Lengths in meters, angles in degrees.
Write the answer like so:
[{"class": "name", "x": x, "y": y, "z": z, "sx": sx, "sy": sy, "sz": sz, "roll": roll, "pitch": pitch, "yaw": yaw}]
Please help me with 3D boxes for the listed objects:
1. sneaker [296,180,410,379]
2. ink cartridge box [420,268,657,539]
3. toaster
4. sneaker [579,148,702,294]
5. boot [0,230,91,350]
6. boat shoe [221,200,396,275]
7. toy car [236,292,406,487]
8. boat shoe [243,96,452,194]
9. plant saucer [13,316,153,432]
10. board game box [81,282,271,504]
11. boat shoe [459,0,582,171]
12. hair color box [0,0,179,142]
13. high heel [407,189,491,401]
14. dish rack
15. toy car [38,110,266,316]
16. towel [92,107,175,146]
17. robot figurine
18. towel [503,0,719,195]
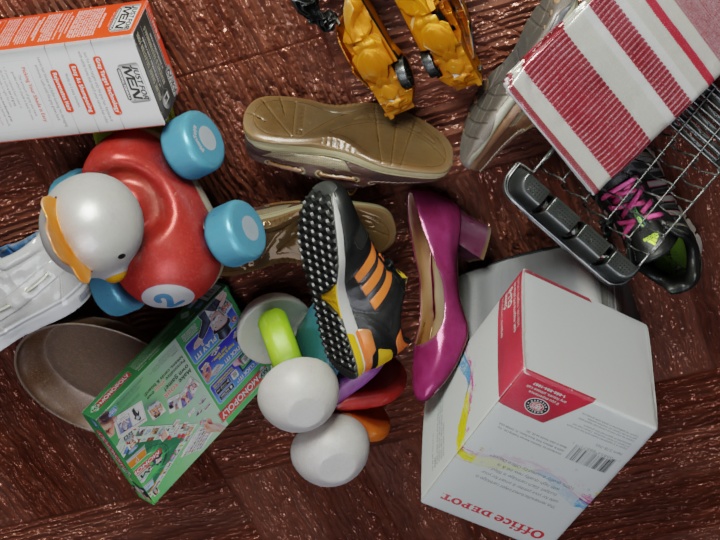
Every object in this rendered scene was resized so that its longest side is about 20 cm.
[{"class": "sneaker", "x": 0.000, "y": 0.000, "z": 1.486, "sx": 0.090, "sy": 0.070, "sz": 0.201, "roll": -22, "pitch": 116, "yaw": -28}, {"class": "ink cartridge box", "x": 0.163, "y": 0.135, "z": 1.463, "sx": 0.145, "sy": 0.145, "sz": 0.200, "roll": 24, "pitch": 127, "yaw": -14}, {"class": "toaster", "x": 0.197, "y": 0.068, "z": 1.578, "sx": 0.180, "sy": 0.119, "sz": 0.201, "roll": -14, "pitch": 127, "yaw": 14}, {"class": "sneaker", "x": 0.271, "y": -0.052, "z": 1.484, "sx": 0.074, "sy": 0.088, "sz": 0.200, "roll": -31, "pitch": 119, "yaw": 19}, {"class": "boot", "x": -0.382, "y": 0.026, "z": 1.625, "sx": 0.199, "sy": 0.074, "sz": 0.096, "roll": -27, "pitch": 111, "yaw": 20}, {"class": "boat shoe", "x": -0.062, "y": -0.044, "z": 1.532, "sx": 0.199, "sy": 0.072, "sz": 0.072, "roll": -10, "pitch": 120, "yaw": 11}, {"class": "toy car", "x": -0.030, "y": 0.108, "z": 1.601, "sx": 0.149, "sy": 0.175, "sz": 0.201, "roll": -26, "pitch": 125, "yaw": 1}, {"class": "boat shoe", "x": -0.013, "y": -0.112, "z": 1.472, "sx": 0.199, "sy": 0.072, "sz": 0.072, "roll": 7, "pitch": 146, "yaw": -2}, {"class": "plant saucer", "x": -0.275, "y": 0.110, "z": 1.682, "sx": 0.199, "sy": 0.037, "sz": 0.201, "roll": 8, "pitch": 138, "yaw": 7}, {"class": "board game box", "x": -0.185, "y": 0.127, "z": 1.617, "sx": 0.029, "sy": 0.200, "sz": 0.135, "roll": 17, "pitch": 144, "yaw": 43}, {"class": "boat shoe", "x": 0.159, "y": -0.162, "z": 1.418, "sx": 0.071, "sy": 0.076, "sz": 0.200, "roll": 22, "pitch": 130, "yaw": -17}, {"class": "hair color box", "x": -0.279, "y": -0.180, "z": 1.428, "sx": 0.199, "sy": 0.061, "sz": 0.102, "roll": -3, "pitch": 130, "yaw": 15}, {"class": "high heel", "x": 0.060, "y": 0.023, "z": 1.514, "sx": 0.096, "sy": 0.201, "sz": 0.067, "roll": 26, "pitch": 155, "yaw": -23}, {"class": "dish rack", "x": 0.248, "y": -0.101, "z": 1.422, "sx": 0.153, "sy": 0.055, "sz": 0.200, "roll": 40, "pitch": 91, "yaw": -7}, {"class": "toy car", "x": -0.225, "y": -0.031, "z": 1.427, "sx": 0.184, "sy": 0.200, "sz": 0.178, "roll": -21, "pitch": 98, "yaw": 30}, {"class": "towel", "x": -0.217, "y": -0.104, "z": 1.527, "sx": 0.086, "sy": 0.018, "sz": 0.201, "roll": -2, "pitch": 129, "yaw": 4}, {"class": "robot figurine", "x": 0.025, "y": -0.234, "z": 1.376, "sx": 0.144, "sy": 0.058, "sz": 0.200, "roll": -19, "pitch": 127, "yaw": 18}, {"class": "towel", "x": 0.235, "y": -0.183, "z": 1.363, "sx": 0.200, "sy": 0.023, "sz": 0.144, "roll": -44, "pitch": 114, "yaw": 0}]
